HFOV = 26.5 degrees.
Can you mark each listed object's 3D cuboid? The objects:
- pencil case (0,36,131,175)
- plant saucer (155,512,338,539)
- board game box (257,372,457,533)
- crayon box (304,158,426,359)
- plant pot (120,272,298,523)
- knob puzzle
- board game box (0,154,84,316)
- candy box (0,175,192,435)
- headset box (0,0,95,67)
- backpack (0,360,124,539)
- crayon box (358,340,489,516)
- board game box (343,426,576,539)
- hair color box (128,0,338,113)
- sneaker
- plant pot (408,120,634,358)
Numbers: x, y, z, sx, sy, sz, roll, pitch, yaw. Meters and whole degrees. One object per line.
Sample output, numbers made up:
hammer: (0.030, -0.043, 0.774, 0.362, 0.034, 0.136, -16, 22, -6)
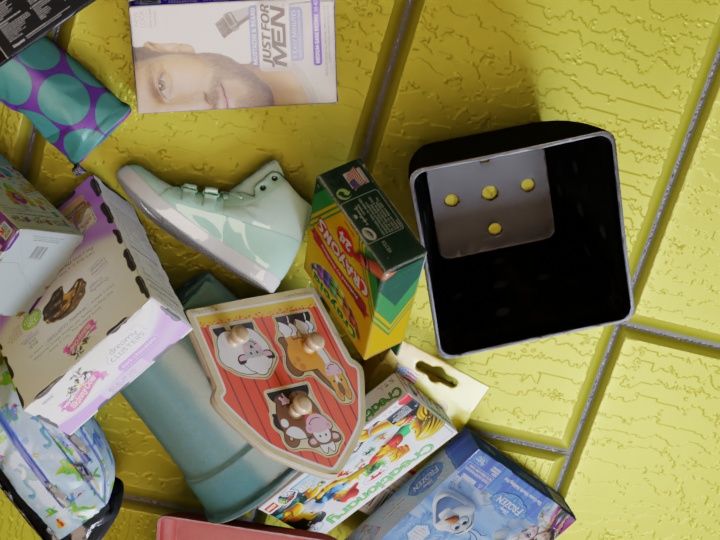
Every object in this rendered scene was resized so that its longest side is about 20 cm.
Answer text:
pencil case: (-0.324, -0.188, 1.482, 0.200, 0.085, 0.092, 40, 146, -18)
plant saucer: (-0.123, 0.341, 1.651, 0.199, 0.037, 0.200, 8, 125, 0)
board game box: (-0.007, 0.199, 1.612, 0.200, 0.035, 0.126, -39, 143, 8)
crayon box: (0.000, 0.000, 1.514, 0.051, 0.127, 0.200, -25, 154, -20)
plant pot: (-0.147, 0.120, 1.575, 0.200, 0.200, 0.196, -39, 103, 8)
knob puzzle: (-0.064, 0.110, 1.502, 0.220, 0.220, 0.030, 34, 132, -18)
board game box: (-0.383, -0.058, 1.461, 0.200, 0.105, 0.103, 43, 104, 21)
candy box: (-0.276, 0.032, 1.507, 0.168, 0.200, 0.072, -40, 138, 9)
headset box: (-0.337, -0.306, 1.394, 0.149, 0.077, 0.200, -43, 103, -26)
backpack: (-0.332, 0.184, 1.597, 0.200, 0.163, 0.154, 42, 92, -13)
crayon box: (0.036, 0.171, 1.683, 0.127, 0.051, 0.200, 30, 105, -17)
board game box: (0.111, 0.294, 1.713, 0.199, 0.043, 0.200, -44, 129, 11)
hair color box: (-0.125, -0.219, 1.508, 0.200, 0.065, 0.109, -4, 112, -4)
sneaker: (-0.144, -0.077, 1.565, 0.200, 0.074, 0.118, 33, 79, -3)
plant pot: (0.149, -0.053, 1.544, 0.200, 0.177, 0.200, -11, 112, -2)
